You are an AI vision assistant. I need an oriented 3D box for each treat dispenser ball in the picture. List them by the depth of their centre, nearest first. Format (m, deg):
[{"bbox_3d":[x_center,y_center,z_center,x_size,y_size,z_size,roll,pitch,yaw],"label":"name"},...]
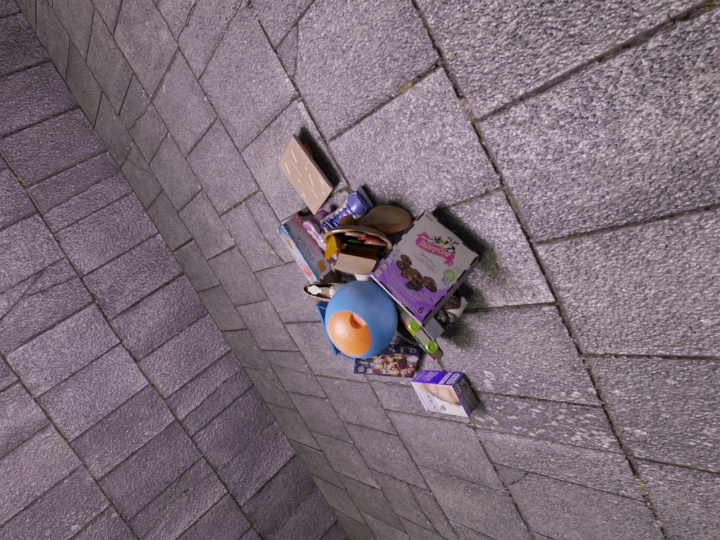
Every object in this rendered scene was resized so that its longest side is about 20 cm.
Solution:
[{"bbox_3d":[0.003,0.130,1.433,0.199,0.199,0.204,35,145,29],"label":"treat dispenser ball"}]

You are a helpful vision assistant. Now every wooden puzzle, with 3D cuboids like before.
[{"bbox_3d":[-0.152,-0.278,1.546,0.187,0.046,0.200,54,155,2],"label":"wooden puzzle"}]

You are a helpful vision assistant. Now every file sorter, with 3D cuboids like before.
[{"bbox_3d":[-0.032,0.165,1.727,0.121,0.138,0.204,10,129,45],"label":"file sorter"}]

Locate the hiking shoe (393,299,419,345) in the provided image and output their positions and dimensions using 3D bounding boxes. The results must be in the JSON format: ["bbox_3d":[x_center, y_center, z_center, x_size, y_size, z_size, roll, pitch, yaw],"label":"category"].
[{"bbox_3d":[0.112,0.135,1.562,0.200,0.076,0.101,45,179,8],"label":"hiking shoe"}]

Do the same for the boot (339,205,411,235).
[{"bbox_3d":[0.047,-0.108,1.402,0.195,0.073,0.144,-3,162,15],"label":"boot"}]

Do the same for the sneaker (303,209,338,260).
[{"bbox_3d":[-0.091,-0.108,1.599,0.080,0.089,0.201,29,164,34],"label":"sneaker"}]

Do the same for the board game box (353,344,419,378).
[{"bbox_3d":[0.078,0.279,1.658,0.193,0.035,0.137,4,140,-1],"label":"board game box"}]

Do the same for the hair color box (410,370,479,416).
[{"bbox_3d":[0.248,0.364,1.595,0.198,0.064,0.111,-14,108,57],"label":"hair color box"}]

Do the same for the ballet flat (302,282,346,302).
[{"bbox_3d":[-0.097,0.067,1.645,0.195,0.070,0.075,3,170,31],"label":"ballet flat"}]

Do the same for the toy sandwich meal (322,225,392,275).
[{"bbox_3d":[-0.012,-0.050,1.364,0.198,0.073,0.206,6,164,2],"label":"toy sandwich meal"}]

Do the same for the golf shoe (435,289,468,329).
[{"bbox_3d":[0.204,0.059,1.354,0.077,0.095,0.201,39,-171,-39],"label":"golf shoe"}]

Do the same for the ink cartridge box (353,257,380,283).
[{"bbox_3d":[0.000,0.000,1.562,0.148,0.047,0.201,64,153,17],"label":"ink cartridge box"}]

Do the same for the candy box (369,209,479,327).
[{"bbox_3d":[0.147,-0.005,1.226,0.167,0.201,0.072,42,179,18],"label":"candy box"}]

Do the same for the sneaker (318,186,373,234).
[{"bbox_3d":[-0.046,-0.137,1.461,0.081,0.115,0.199,52,150,-1],"label":"sneaker"}]

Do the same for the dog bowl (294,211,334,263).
[{"bbox_3d":[-0.168,-0.092,1.739,0.198,0.058,0.204,36,145,30],"label":"dog bowl"}]

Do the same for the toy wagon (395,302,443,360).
[{"bbox_3d":[0.150,0.149,1.429,0.201,0.039,0.155,50,-175,3],"label":"toy wagon"}]

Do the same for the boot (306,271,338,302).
[{"bbox_3d":[-0.134,0.058,1.805,0.142,0.071,0.205,21,143,38],"label":"boot"}]

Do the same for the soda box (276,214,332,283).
[{"bbox_3d":[-0.172,-0.064,1.642,0.203,0.068,0.063,58,152,-7],"label":"soda box"}]

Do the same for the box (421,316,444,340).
[{"bbox_3d":[0.143,0.087,1.370,0.157,0.041,0.200,50,-175,-2],"label":"box"}]
